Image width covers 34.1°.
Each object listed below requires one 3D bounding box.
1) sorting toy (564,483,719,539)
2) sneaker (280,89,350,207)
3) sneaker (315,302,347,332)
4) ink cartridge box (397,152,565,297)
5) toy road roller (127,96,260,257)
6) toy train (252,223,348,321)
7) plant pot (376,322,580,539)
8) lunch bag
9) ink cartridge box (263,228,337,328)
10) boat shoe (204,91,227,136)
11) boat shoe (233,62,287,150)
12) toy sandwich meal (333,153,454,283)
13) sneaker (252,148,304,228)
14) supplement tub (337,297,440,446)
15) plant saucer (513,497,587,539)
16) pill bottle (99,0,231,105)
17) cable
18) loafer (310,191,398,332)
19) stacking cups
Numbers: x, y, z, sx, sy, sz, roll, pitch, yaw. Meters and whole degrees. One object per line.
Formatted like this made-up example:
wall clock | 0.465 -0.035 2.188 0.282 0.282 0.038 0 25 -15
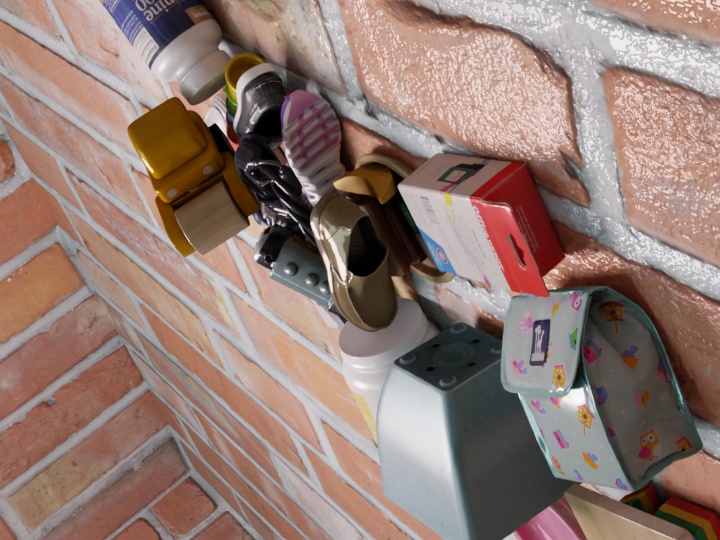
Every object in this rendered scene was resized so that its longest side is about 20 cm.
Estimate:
sorting toy | 0.355 0.334 1.349 0.198 0.069 0.202 13 136 61
sneaker | -0.064 -0.146 1.497 0.088 0.080 0.202 43 159 47
sneaker | -0.028 0.014 1.645 0.200 0.080 0.077 46 -154 -14
ink cartridge box | 0.134 -0.050 1.216 0.199 0.067 0.117 18 141 58
toy road roller | -0.233 -0.134 1.562 0.146 0.122 0.201 53 -173 -50
toy train | -0.049 0.002 1.546 0.198 0.086 0.114 28 -166 2
plant pot | 0.134 0.185 1.444 0.196 0.194 0.203 25 135 53
lunch bag | 0.230 0.110 1.192 0.202 0.121 0.170 64 161 -5
ink cartridge box | -0.089 0.010 1.839 0.164 0.057 0.199 57 155 -16
boat shoe | -0.217 -0.192 1.762 0.072 0.068 0.200 49 158 8
boat shoe | -0.124 -0.191 1.522 0.061 0.075 0.200 61 173 16
toy sandwich meal | 0.036 -0.052 1.426 0.205 0.070 0.206 45 158 23
sneaker | -0.111 -0.081 1.688 0.201 0.085 0.077 53 160 0
supplement tub | 0.061 0.154 1.599 0.145 0.145 0.202 24 145 53
plant saucer | 0.270 0.354 1.597 0.200 0.051 0.201 44 158 23
pill bottle | -0.256 -0.326 1.571 0.201 0.111 0.111 53 160 2
cable | -0.096 -0.099 1.472 0.163 0.051 0.200 48 174 -22
loafer | 0.000 0.000 1.401 0.067 0.076 0.201 22 148 47
stacking cups | -0.155 -0.222 1.608 0.061 0.060 0.200 49 163 11
